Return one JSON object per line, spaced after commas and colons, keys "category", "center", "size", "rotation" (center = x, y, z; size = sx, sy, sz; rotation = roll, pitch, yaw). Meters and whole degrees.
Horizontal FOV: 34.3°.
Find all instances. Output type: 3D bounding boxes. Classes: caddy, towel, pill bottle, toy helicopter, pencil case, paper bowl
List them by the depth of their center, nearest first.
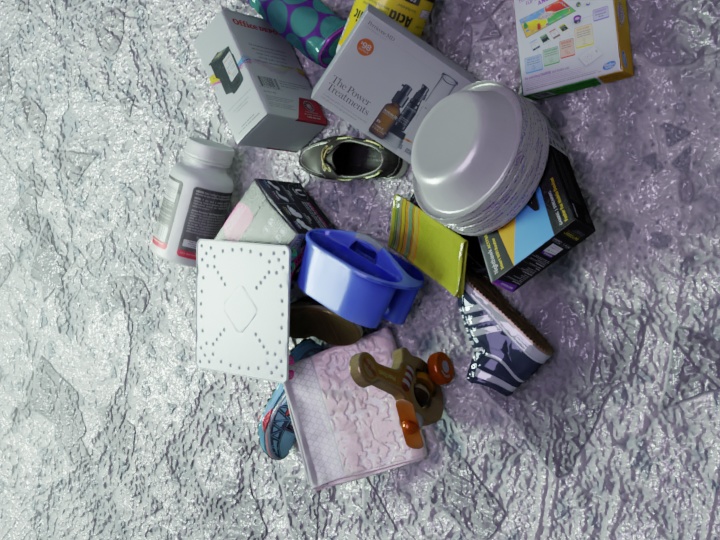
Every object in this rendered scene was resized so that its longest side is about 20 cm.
{"category": "paper bowl", "center": [0.147, -0.157, 1.556], "size": [0.199, 0.104, 0.203], "rotation": [-28, 49, 38]}
{"category": "toy helicopter", "center": [0.052, 0.168, 1.627], "size": [0.078, 0.199, 0.134], "rotation": [-19, 60, 34]}
{"category": "towel", "center": [0.093, -0.037, 1.658], "size": [0.200, 0.018, 0.087], "rotation": [40, 133, 55]}
{"category": "caddy", "center": [0.000, 0.000, 1.711], "size": [0.199, 0.140, 0.106], "rotation": [31, 110, 33]}
{"category": "pill bottle", "center": [0.030, -0.343, 1.717], "size": [0.111, 0.111, 0.202], "rotation": [33, 109, 33]}
{"category": "towel", "center": [-0.014, 0.209, 1.742], "size": [0.189, 0.032, 0.203], "rotation": [-19, 79, 11]}
{"category": "pencil case", "center": [-0.089, -0.400, 1.827], "size": [0.200, 0.092, 0.086], "rotation": [44, 149, 27]}
{"category": "pill bottle", "center": [-0.274, -0.115, 1.943], "size": [0.110, 0.110, 0.203], "rotation": [25, 103, 35]}

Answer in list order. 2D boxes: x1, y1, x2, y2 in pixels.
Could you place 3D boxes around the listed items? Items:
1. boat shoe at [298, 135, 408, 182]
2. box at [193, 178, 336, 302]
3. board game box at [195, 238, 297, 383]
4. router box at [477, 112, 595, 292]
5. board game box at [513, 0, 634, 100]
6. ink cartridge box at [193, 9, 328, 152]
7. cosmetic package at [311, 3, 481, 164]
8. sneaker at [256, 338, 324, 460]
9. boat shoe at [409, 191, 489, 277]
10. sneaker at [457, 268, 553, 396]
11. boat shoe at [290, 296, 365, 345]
{"category": "boat shoe", "center": [-0.023, -0.173, 1.783], "size": [0.199, 0.060, 0.073], "rotation": [4, 91, 37]}
{"category": "box", "center": [-0.146, -0.026, 1.840], "size": [0.133, 0.114, 0.201], "rotation": [51, 119, 26]}
{"category": "board game box", "center": [-0.175, 0.058, 1.773], "size": [0.198, 0.026, 0.203], "rotation": [5, 95, 39]}
{"category": "router box", "center": [0.219, -0.094, 1.561], "size": [0.149, 0.051, 0.202], "rotation": [-39, 45, 30]}
{"category": "board game box", "center": [0.282, -0.346, 1.567], "size": [0.151, 0.040, 0.203], "rotation": [-8, 83, 37]}
{"category": "ink cartridge box", "center": [-0.158, -0.297, 1.838], "size": [0.083, 0.145, 0.202], "rotation": [-38, 66, 32]}
{"category": "cosmetic package", "center": [0.052, -0.259, 1.662], "size": [0.198, 0.052, 0.152], "rotation": [31, 111, -12]}
{"category": "sneaker", "center": [-0.093, 0.214, 1.814], "size": [0.095, 0.079, 0.203], "rotation": [29, 106, 32]}
{"category": "boat shoe", "center": [0.137, -0.058, 1.657], "size": [0.200, 0.062, 0.075], "rotation": [44, 115, 32]}
{"category": "sneaker", "center": [0.166, 0.085, 1.624], "size": [0.200, 0.070, 0.109], "rotation": [47, 113, 26]}
{"category": "boat shoe", "center": [-0.056, 0.066, 1.777], "size": [0.199, 0.065, 0.074], "rotation": [6, 130, 49]}
